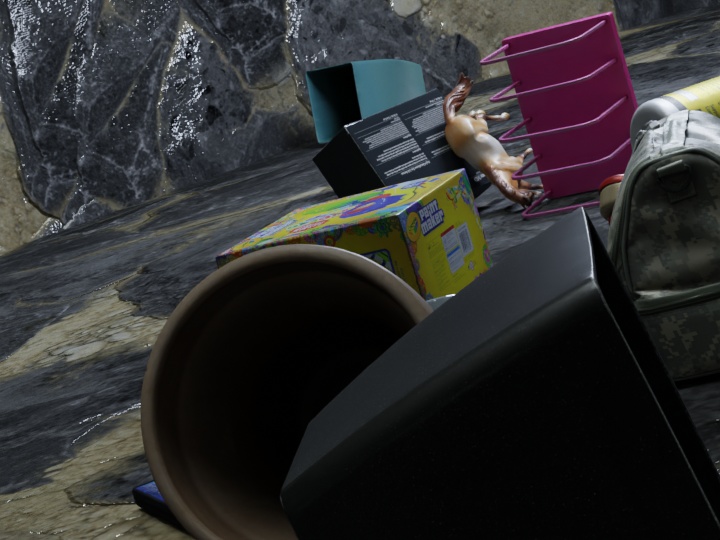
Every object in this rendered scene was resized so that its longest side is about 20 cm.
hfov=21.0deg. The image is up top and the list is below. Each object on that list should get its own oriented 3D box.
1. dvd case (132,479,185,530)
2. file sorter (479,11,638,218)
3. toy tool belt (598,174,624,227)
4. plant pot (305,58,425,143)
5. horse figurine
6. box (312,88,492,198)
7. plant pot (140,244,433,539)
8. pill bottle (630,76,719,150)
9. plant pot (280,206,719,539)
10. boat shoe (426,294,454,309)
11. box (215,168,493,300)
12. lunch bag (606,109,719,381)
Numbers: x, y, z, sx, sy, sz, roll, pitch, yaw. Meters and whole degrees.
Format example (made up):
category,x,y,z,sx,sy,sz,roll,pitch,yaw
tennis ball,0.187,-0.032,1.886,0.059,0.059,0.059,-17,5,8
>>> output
category,x,y,z,sx,sy,sz,roll,pitch,yaw
dvd case,-0.057,0.142,1.438,0.200,0.018,0.143,-21,10,-22
file sorter,0.235,-0.175,2.247,0.139,0.200,0.125,-11,13,29
toy tool belt,0.281,-0.036,1.598,0.200,0.123,0.125,-15,-32,36
plant pot,0.023,-0.333,3.732,0.200,0.142,0.141,-14,6,-41
horse figurine,0.162,-0.151,2.390,0.132,0.200,0.050,-23,-23,-53
box,0.058,-0.125,2.384,0.200,0.141,0.079,-26,-14,-48
plant pot,-0.019,0.089,1.237,0.200,0.201,0.175,-14,-7,14
pill bottle,0.403,-0.157,2.113,0.200,0.113,0.112,-20,10,-21
plant pot,0.074,0.109,0.924,0.177,0.200,0.200,-25,8,9
boat shoe,0.049,0.066,1.557,0.200,0.062,0.072,-5,52,-8
box,0.000,0.000,1.856,0.192,0.122,0.200,-13,10,23
lunch bag,0.252,-0.026,1.436,0.139,0.168,0.200,-14,9,13
